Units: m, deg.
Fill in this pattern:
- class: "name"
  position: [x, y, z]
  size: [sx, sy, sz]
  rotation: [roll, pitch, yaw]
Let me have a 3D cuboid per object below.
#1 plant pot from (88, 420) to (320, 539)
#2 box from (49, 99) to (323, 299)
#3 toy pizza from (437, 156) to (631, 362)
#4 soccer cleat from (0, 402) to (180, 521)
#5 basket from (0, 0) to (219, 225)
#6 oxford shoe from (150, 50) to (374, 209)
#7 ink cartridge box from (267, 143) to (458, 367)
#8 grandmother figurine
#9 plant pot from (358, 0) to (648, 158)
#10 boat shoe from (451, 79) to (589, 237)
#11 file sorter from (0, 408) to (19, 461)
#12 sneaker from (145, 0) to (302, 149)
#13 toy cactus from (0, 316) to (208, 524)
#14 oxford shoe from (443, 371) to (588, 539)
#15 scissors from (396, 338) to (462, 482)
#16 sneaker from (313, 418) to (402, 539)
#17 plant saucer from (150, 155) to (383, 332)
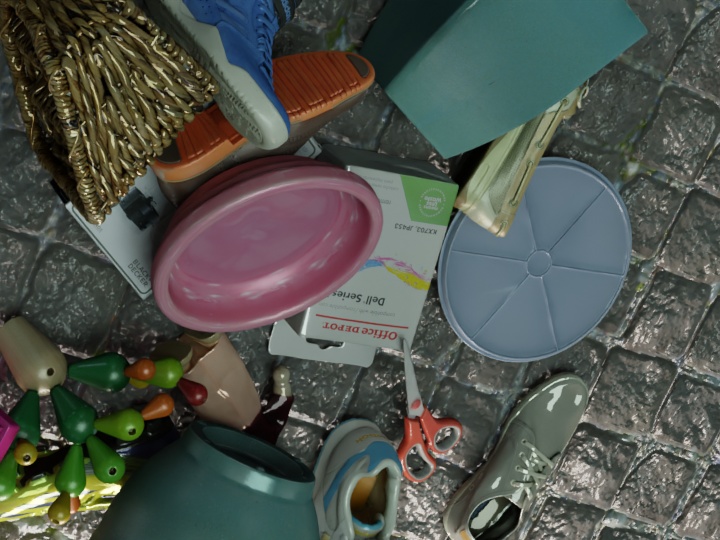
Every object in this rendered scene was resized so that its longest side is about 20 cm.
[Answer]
- class: "plant pot"
  position: [-0.115, 0.211, 1.662]
  size: [0.199, 0.200, 0.135]
  rotation: [20, 98, -29]
- class: "box"
  position: [-0.144, -0.087, 1.648]
  size: [0.200, 0.060, 0.117]
  rotation: [-40, 121, -3]
- class: "toy pizza"
  position: [0.159, -0.011, 1.828]
  size: [0.198, 0.032, 0.202]
  rotation: [-8, 114, -19]
- class: "soccer cleat"
  position: [-0.247, 0.186, 1.716]
  size: [0.198, 0.065, 0.084]
  rotation: [-21, 120, -14]
- class: "basket"
  position: [-0.224, -0.153, 1.504]
  size: [0.149, 0.200, 0.143]
  rotation: [-47, 122, 2]
- class: "oxford shoe"
  position: [-0.077, -0.114, 1.602]
  size: [0.198, 0.072, 0.073]
  rotation: [-25, 139, -8]
- class: "ink cartridge box"
  position: [0.000, 0.000, 1.742]
  size: [0.116, 0.067, 0.202]
  rotation: [8, 108, -26]
- class: "grandmother figurine"
  position: [-0.108, 0.131, 1.759]
  size: [0.121, 0.061, 0.201]
  rotation: [-34, 123, -12]
- class: "plant pot"
  position: [0.106, -0.205, 1.668]
  size: [0.200, 0.142, 0.141]
  rotation: [-41, 121, 6]
- class: "boat shoe"
  position: [0.156, -0.127, 1.741]
  size: [0.063, 0.073, 0.202]
  rotation: [35, 88, -10]
- class: "file sorter"
  position: [-0.399, 0.165, 1.573]
  size: [0.125, 0.139, 0.201]
  rotation: [18, 105, -57]
- class: "sneaker"
  position: [-0.083, -0.191, 1.562]
  size: [0.111, 0.200, 0.077]
  rotation: [-29, 147, -14]
- class: "toy cactus"
  position: [-0.243, 0.111, 1.647]
  size: [0.199, 0.165, 0.102]
  rotation: [-36, 163, -14]
- class: "oxford shoe"
  position: [0.157, 0.188, 1.896]
  size: [0.075, 0.058, 0.201]
  rotation: [37, 92, -28]
- class: "scissors"
  position: [0.046, 0.133, 1.806]
  size: [0.073, 0.014, 0.200]
  rotation: [-41, 146, -7]
- class: "sneaker"
  position: [-0.016, 0.243, 1.821]
  size: [0.076, 0.081, 0.202]
  rotation: [5, 110, -26]
- class: "plant saucer"
  position: [-0.080, -0.027, 1.612]
  size: [0.199, 0.051, 0.201]
  rotation: [-18, 150, -11]
